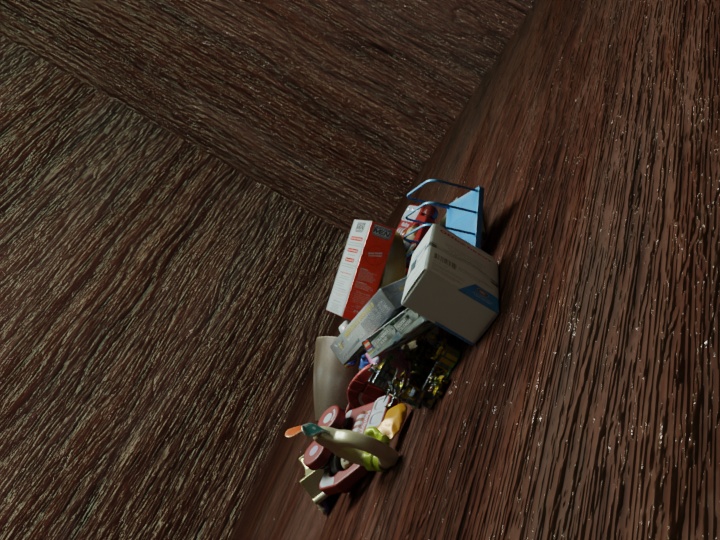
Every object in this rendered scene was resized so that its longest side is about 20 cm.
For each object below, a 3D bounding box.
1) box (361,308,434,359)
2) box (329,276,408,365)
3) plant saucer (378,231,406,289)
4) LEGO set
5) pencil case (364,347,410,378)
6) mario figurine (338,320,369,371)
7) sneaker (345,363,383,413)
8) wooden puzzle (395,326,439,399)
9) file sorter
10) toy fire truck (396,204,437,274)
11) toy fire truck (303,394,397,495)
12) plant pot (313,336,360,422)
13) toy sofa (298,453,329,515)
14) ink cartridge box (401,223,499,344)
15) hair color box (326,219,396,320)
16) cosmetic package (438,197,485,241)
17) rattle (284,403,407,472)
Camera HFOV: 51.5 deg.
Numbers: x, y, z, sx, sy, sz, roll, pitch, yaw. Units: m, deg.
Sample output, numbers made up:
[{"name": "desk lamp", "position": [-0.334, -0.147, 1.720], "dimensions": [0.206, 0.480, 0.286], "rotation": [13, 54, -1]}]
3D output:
[{"name": "box", "position": [0.106, 0.094, 1.378], "dimensions": [0.137, 0.040, 0.200], "rotation": [-40, -14, 30]}, {"name": "box", "position": [0.050, 0.086, 1.417], "dimensions": [0.158, 0.048, 0.200], "rotation": [-22, -22, -45]}, {"name": "plant saucer", "position": [0.034, 0.009, 1.579], "dimensions": [0.200, 0.035, 0.201], "rotation": [-41, 43, 54]}, {"name": "LEGO set", "position": [0.086, 0.172, 1.359], "dimensions": [0.154, 0.116, 0.200], "rotation": [-60, 5, -1]}, {"name": "pencil case", "position": [0.048, 0.178, 1.565], "dimensions": [0.088, 0.087, 0.200], "rotation": [-60, 15, 6]}, {"name": "mario figurine", "position": [0.024, 0.136, 1.718], "dimensions": [0.106, 0.123, 0.200], "rotation": [-112, 30, -51]}, {"name": "sneaker", "position": [0.014, 0.266, 1.723], "dimensions": [0.116, 0.078, 0.200], "rotation": [-66, -1, -56]}, {"name": "wooden puzzle", "position": [0.112, 0.173, 1.624], "dimensions": [0.185, 0.037, 0.200], "rotation": [-61, 10, 9]}, {"name": "file sorter", "position": [0.161, -0.068, 1.522], "dimensions": [0.139, 0.122, 0.200], "rotation": [150, 128, -66]}, {"name": "toy fire truck", "position": [0.112, -0.075, 1.712], "dimensions": [0.168, 0.112, 0.200], "rotation": [-63, 14, 0]}, {"name": "toy fire truck", "position": [-0.011, 0.349, 1.499], "dimensions": [0.168, 0.112, 0.200], "rotation": [-31, 25, 41]}, {"name": "plant pot", "position": [-0.043, 0.287, 1.855], "dimensions": [0.187, 0.187, 0.200], "rotation": [133, 152, -70]}, {"name": "toy sofa", "position": [-0.080, 0.467, 1.699], "dimensions": [0.083, 0.098, 0.200], "rotation": [-36, 3, -4]}, {"name": "ink cartridge box", "position": [0.162, 0.019, 1.307], "dimensions": [0.086, 0.146, 0.200], "rotation": [-57, 5, 25]}, {"name": "hair color box", "position": [0.000, 0.000, 1.523], "dimensions": [0.101, 0.061, 0.200], "rotation": [16, 88, 67]}, {"name": "cosmetic package", "position": [0.228, -0.088, 1.714], "dimensions": [0.104, 0.073, 0.200], "rotation": [-59, 6, 19]}, {"name": "rattle", "position": [-0.018, 0.270, 1.342], "dimensions": [0.143, 0.200, 0.130], "rotation": [-66, 7, -12]}]
